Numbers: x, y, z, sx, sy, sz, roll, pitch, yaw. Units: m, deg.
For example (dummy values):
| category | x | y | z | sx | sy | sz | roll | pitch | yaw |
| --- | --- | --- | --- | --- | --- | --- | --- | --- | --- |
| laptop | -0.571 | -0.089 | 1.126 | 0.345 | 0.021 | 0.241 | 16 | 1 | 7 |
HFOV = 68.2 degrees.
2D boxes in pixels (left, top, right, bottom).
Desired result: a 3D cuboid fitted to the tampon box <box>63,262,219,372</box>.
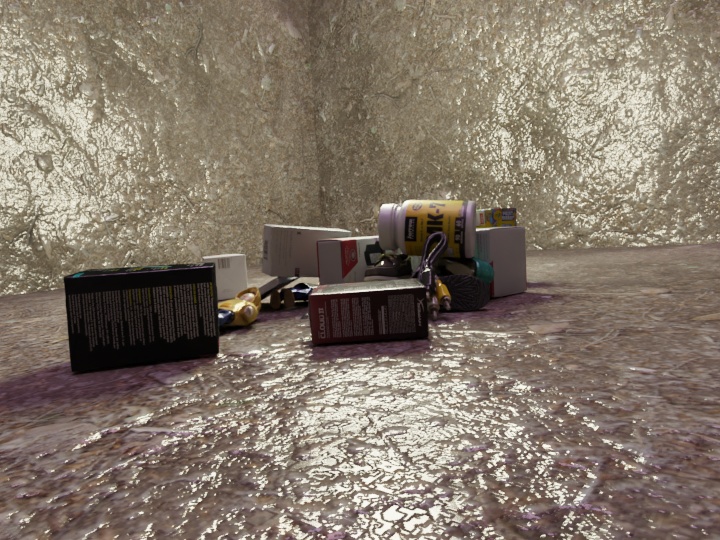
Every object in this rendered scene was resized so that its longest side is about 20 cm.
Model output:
| category | x | y | z | sx | sy | sz | roll | pitch | yaw |
| --- | --- | --- | --- | --- | --- | --- | --- | --- | --- |
| tampon box | -0.312 | 0.060 | 0.792 | 0.193 | 0.131 | 0.150 | -4 | 4 | -14 |

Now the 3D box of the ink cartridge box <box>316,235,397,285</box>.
| category | x | y | z | sx | sy | sz | roll | pitch | yaw |
| --- | --- | --- | --- | --- | --- | --- | --- | --- | --- |
| ink cartridge box | 0.000 | 0.000 | 1.187 | 0.081 | 0.151 | 0.197 | -1 | 5 | 41 |

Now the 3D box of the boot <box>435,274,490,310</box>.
| category | x | y | z | sx | sy | sz | roll | pitch | yaw |
| --- | --- | --- | --- | --- | --- | --- | --- | --- | --- |
| boot | 0.173 | 0.044 | 1.090 | 0.159 | 0.068 | 0.200 | 5 | -3 | 7 |

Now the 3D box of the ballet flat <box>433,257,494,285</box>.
| category | x | y | z | sx | sy | sz | roll | pitch | yaw |
| --- | --- | --- | --- | --- | --- | --- | --- | --- | --- |
| ballet flat | 0.195 | -0.015 | 1.147 | 0.069 | 0.069 | 0.197 | 12 | 5 | -43 |

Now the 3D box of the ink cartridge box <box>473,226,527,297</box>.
| category | x | y | z | sx | sy | sz | roll | pitch | yaw |
| --- | --- | --- | --- | --- | --- | --- | --- | --- | --- |
| ink cartridge box | 0.263 | -0.021 | 1.233 | 0.142 | 0.151 | 0.197 | -7 | 4 | -39 |

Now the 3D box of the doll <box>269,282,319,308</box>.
| category | x | y | z | sx | sy | sz | roll | pitch | yaw |
| --- | --- | --- | --- | --- | --- | --- | --- | --- | --- |
| doll | -0.141 | 0.054 | 1.293 | 0.133 | 0.050 | 0.199 | -4 | 4 | 27 |

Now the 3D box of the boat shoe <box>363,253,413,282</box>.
| category | x | y | z | sx | sy | sz | roll | pitch | yaw |
| --- | --- | --- | --- | --- | --- | --- | --- | --- | --- |
| boat shoe | 0.060 | -0.006 | 1.126 | 0.070 | 0.062 | 0.200 | -1 | 1 | 26 |

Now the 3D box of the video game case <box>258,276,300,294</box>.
| category | x | y | z | sx | sy | sz | roll | pitch | yaw |
| --- | --- | --- | --- | --- | --- | --- | --- | --- | --- |
| video game case | -0.223 | 0.049 | 1.269 | 0.140 | 0.018 | 0.200 | -30 | -1 | 10 |

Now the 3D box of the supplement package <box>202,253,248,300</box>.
| category | x | y | z | sx | sy | sz | roll | pitch | yaw |
| --- | --- | --- | --- | --- | --- | --- | --- | --- | --- |
| supplement package | -0.405 | 0.016 | 1.576 | 0.118 | 0.124 | 0.199 | -6 | 4 | -18 |

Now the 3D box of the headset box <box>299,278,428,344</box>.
| category | x | y | z | sx | sy | sz | roll | pitch | yaw |
| --- | --- | --- | --- | --- | --- | --- | --- | --- | --- |
| headset box | 0.003 | 0.061 | 0.838 | 0.193 | 0.078 | 0.149 | -4 | 4 | 1 |

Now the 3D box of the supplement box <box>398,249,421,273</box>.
| category | x | y | z | sx | sy | sz | roll | pitch | yaw |
| --- | --- | --- | --- | --- | --- | --- | --- | --- | --- |
| supplement box | 0.113 | -0.015 | 1.362 | 0.195 | 0.107 | 0.100 | -8 | 7 | -30 |

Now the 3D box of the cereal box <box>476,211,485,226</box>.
| category | x | y | z | sx | sy | sz | roll | pitch | yaw |
| --- | --- | --- | --- | --- | --- | --- | --- | --- | --- |
| cereal box | 0.185 | -0.114 | 1.282 | 0.195 | 0.041 | 0.142 | -7 | 4 | -35 |

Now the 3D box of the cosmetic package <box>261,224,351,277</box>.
| category | x | y | z | sx | sy | sz | roll | pitch | yaw |
| --- | --- | --- | --- | --- | --- | --- | --- | --- | --- |
| cosmetic package | -0.124 | -0.044 | 1.227 | 0.194 | 0.117 | 0.081 | 0 | 8 | -26 |

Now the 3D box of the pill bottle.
| category | x | y | z | sx | sy | sz | roll | pitch | yaw |
| --- | --- | --- | --- | --- | --- | --- | --- | --- | --- |
| pill bottle | 0.141 | -0.088 | 1.112 | 0.194 | 0.118 | 0.114 | 2 | 5 | 17 |

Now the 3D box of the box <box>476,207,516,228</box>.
| category | x | y | z | sx | sy | sz | roll | pitch | yaw |
| --- | --- | --- | --- | --- | --- | --- | --- | --- | --- |
| box | 0.314 | -0.064 | 1.452 | 0.120 | 0.200 | 0.197 | -7 | 5 | -40 |

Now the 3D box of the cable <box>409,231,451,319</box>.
| category | x | y | z | sx | sy | sz | roll | pitch | yaw |
| --- | --- | --- | --- | --- | --- | --- | --- | --- | --- |
| cable | 0.123 | 0.011 | 0.989 | 0.095 | 0.051 | 0.203 | -16 | 34 | 23 |

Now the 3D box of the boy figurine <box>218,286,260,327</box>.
| category | x | y | z | sx | sy | sz | roll | pitch | yaw |
| --- | --- | --- | --- | --- | --- | --- | --- | --- | --- |
| boy figurine | -0.242 | 0.075 | 0.993 | 0.121 | 0.067 | 0.199 | -5 | 6 | 27 |
